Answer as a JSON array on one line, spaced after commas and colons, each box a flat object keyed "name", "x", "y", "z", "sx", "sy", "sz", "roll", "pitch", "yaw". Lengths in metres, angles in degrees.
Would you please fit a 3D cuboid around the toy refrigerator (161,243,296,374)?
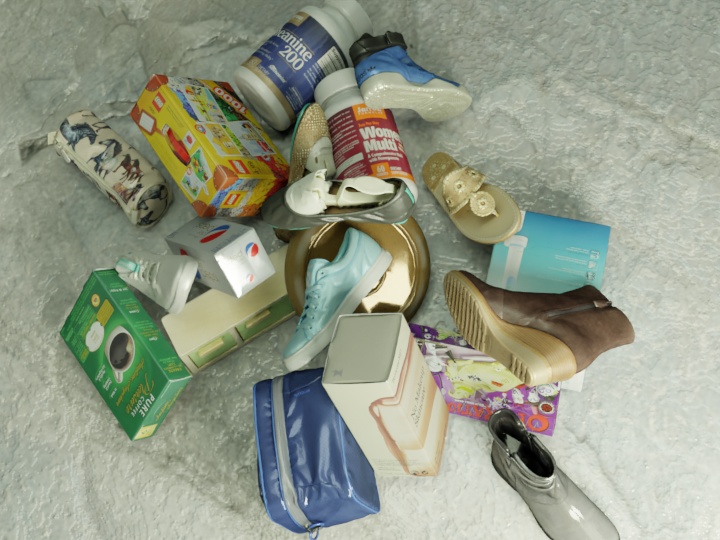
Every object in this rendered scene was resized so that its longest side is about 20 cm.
[{"name": "toy refrigerator", "x": -0.157, "y": 0.054, "z": 1.518, "sx": 0.198, "sy": 0.076, "sz": 0.070, "roll": -30, "pitch": 66, "yaw": -5}]

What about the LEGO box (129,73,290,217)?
[{"name": "LEGO box", "x": -0.201, "y": -0.170, "z": 1.573, "sx": 0.077, "sy": 0.148, "sz": 0.201, "roll": -50, "pitch": 64, "yaw": 29}]

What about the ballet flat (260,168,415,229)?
[{"name": "ballet flat", "x": -0.031, "y": -0.095, "z": 1.424, "sx": 0.196, "sy": 0.069, "sz": 0.069, "roll": -3, "pitch": 58, "yaw": 4}]

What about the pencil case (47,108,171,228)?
[{"name": "pencil case", "x": -0.355, "y": -0.144, "z": 1.628, "sx": 0.199, "sy": 0.078, "sz": 0.089, "roll": 41, "pitch": 53, "yaw": 21}]

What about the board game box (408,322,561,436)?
[{"name": "board game box", "x": 0.150, "y": 0.136, "z": 1.415, "sx": 0.197, "sy": 0.121, "sz": 0.033, "roll": 11, "pitch": 45, "yaw": 13}]

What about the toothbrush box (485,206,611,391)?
[{"name": "toothbrush box", "x": 0.232, "y": 0.036, "z": 1.460, "sx": 0.144, "sy": 0.086, "sz": 0.203, "roll": 10, "pitch": 68, "yaw": 12}]

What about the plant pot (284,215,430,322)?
[{"name": "plant pot", "x": 0.000, "y": 0.000, "z": 1.481, "sx": 0.197, "sy": 0.027, "sz": 0.204, "roll": -2, "pitch": 97, "yaw": -13}]

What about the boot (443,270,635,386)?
[{"name": "boot", "x": 0.212, "y": 0.051, "z": 1.376, "sx": 0.165, "sy": 0.073, "sz": 0.200, "roll": -21, "pitch": 50, "yaw": -28}]

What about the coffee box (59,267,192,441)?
[{"name": "coffee box", "x": -0.312, "y": 0.110, "z": 1.502, "sx": 0.200, "sy": 0.044, "sz": 0.124, "roll": 49, "pitch": 120, "yaw": 24}]

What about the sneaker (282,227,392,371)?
[{"name": "sneaker", "x": -0.048, "y": 0.032, "z": 1.418, "sx": 0.082, "sy": 0.074, "sz": 0.201, "roll": 41, "pitch": 66, "yaw": -8}]

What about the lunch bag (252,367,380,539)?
[{"name": "lunch bag", "x": -0.061, "y": 0.228, "z": 1.394, "sx": 0.130, "sy": 0.136, "sz": 0.203, "roll": -15, "pitch": 63, "yaw": 13}]

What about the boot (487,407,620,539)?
[{"name": "boot", "x": 0.223, "y": 0.257, "z": 1.343, "sx": 0.199, "sy": 0.132, "sz": 0.070, "roll": 39, "pitch": 76, "yaw": 21}]

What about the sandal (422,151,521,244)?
[{"name": "sandal", "x": 0.125, "y": -0.107, "z": 1.498, "sx": 0.078, "sy": 0.069, "sz": 0.212, "roll": -51, "pitch": 39, "yaw": 8}]

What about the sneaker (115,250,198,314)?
[{"name": "sneaker", "x": -0.275, "y": 0.005, "z": 1.489, "sx": 0.088, "sy": 0.199, "sz": 0.076, "roll": 23, "pitch": 83, "yaw": -24}]

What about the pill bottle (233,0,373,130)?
[{"name": "pill bottle", "x": -0.078, "y": -0.306, "z": 1.638, "sx": 0.200, "sy": 0.111, "sz": 0.111, "roll": -44, "pitch": 68, "yaw": -11}]

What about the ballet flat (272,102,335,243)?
[{"name": "ballet flat", "x": -0.065, "y": -0.124, "z": 1.535, "sx": 0.065, "sy": 0.203, "sz": 0.070, "roll": 28, "pitch": 31, "yaw": 26}]

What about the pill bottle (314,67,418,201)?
[{"name": "pill bottle", "x": 0.003, "y": -0.171, "z": 1.570, "sx": 0.108, "sy": 0.110, "sz": 0.203, "roll": -17, "pitch": 66, "yaw": 1}]

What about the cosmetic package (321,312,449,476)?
[{"name": "cosmetic package", "x": 0.035, "y": 0.151, "z": 1.362, "sx": 0.086, "sy": 0.201, "sz": 0.104, "roll": -4, "pitch": 50, "yaw": 23}]

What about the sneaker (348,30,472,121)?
[{"name": "sneaker", "x": 0.067, "y": -0.275, "z": 1.573, "sx": 0.198, "sy": 0.077, "sz": 0.113, "roll": 0, "pitch": 61, "yaw": -39}]

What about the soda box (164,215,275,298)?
[{"name": "soda box", "x": -0.187, "y": -0.021, "z": 1.491, "sx": 0.063, "sy": 0.069, "sz": 0.199, "roll": -35, "pitch": 22, "yaw": -19}]
